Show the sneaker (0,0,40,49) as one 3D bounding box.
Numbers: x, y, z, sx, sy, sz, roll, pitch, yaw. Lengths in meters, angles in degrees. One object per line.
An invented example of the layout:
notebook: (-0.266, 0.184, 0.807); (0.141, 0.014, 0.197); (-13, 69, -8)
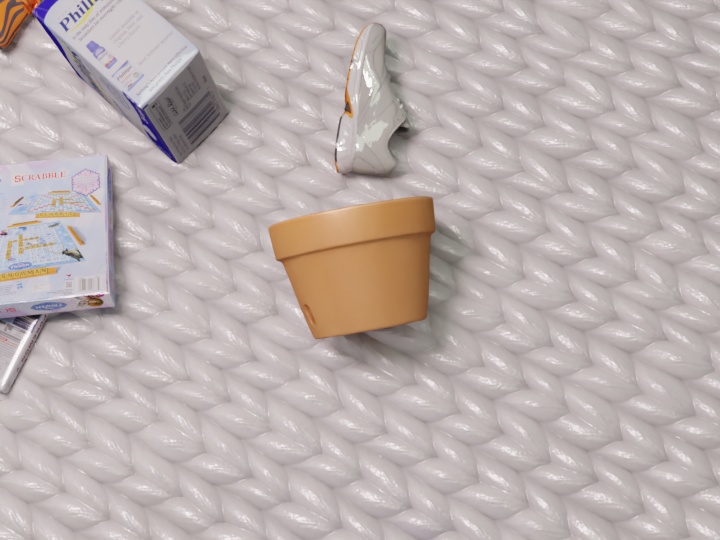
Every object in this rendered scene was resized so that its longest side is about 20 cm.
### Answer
sneaker: (-0.430, -0.385, 1.648); (0.111, 0.078, 0.202); (10, 74, 8)

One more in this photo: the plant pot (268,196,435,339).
plant pot: (0.000, 0.000, 1.448); (0.198, 0.200, 0.142); (-10, 88, 1)

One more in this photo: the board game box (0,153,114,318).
board game box: (-0.408, -0.042, 1.537); (0.197, 0.041, 0.202); (-5, 63, -2)

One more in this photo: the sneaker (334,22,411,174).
sneaker: (0.023, -0.214, 1.573); (0.091, 0.076, 0.203); (9, 81, -1)

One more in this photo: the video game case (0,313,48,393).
video game case: (-0.488, 0.033, 1.553); (0.198, 0.023, 0.184); (22, 76, 11)

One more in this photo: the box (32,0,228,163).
box: (-0.283, -0.260, 1.544); (0.200, 0.184, 0.105); (42, 81, 15)
